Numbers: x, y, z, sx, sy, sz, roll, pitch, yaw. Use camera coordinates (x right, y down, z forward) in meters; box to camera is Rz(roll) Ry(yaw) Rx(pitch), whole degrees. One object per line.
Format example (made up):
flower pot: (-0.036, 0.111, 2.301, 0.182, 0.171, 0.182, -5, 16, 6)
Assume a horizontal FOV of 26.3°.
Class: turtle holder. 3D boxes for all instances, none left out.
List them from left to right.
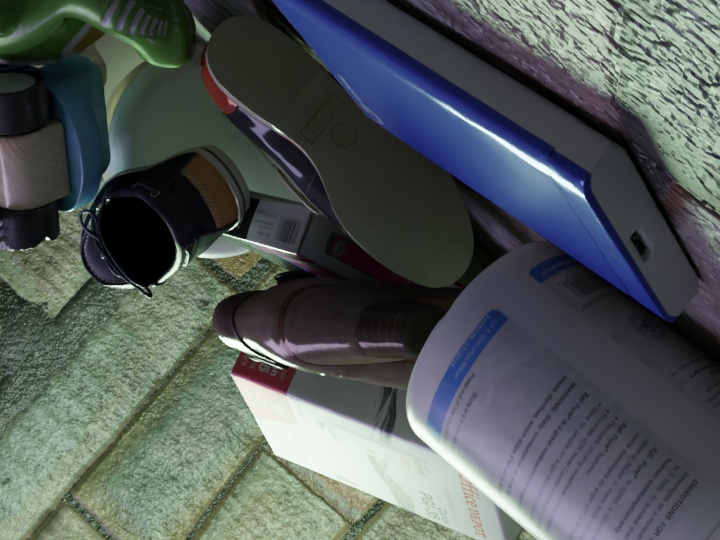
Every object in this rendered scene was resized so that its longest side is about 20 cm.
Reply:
turtle holder: (-0.186, -0.191, 0.917, 0.183, 0.143, 0.132, 1, 177, 20)

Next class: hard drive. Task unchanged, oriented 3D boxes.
hard drive: (0.051, -0.062, 0.675, 0.200, 0.025, 0.132, 38, 176, 36)

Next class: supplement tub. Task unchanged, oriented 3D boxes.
supplement tub: (-0.116, -0.090, 1.117, 0.145, 0.145, 0.200, 41, 176, -14)
supplement tub: (0.133, 0.090, 0.801, 0.200, 0.132, 0.132, 40, 177, 25)

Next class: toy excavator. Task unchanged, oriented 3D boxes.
toy excavator: (-0.207, -0.108, 1.008, 0.193, 0.199, 0.101, 20, 122, 36)

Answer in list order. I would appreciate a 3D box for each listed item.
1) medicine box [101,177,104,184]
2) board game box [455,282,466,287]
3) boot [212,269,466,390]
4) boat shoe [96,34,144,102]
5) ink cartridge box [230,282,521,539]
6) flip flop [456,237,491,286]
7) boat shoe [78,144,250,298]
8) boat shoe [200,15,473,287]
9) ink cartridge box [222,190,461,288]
medicine box: (-0.301, -0.157, 1.296, 0.183, 0.102, 0.200, 57, -178, -26)
board game box: (0.080, 0.027, 1.259, 0.158, 0.039, 0.200, 46, 172, -8)
boot: (0.014, 0.040, 0.937, 0.145, 0.071, 0.199, 3, 169, 38)
boat shoe: (-0.216, -0.191, 1.228, 0.060, 0.071, 0.201, 47, 161, 47)
ink cartridge box: (0.026, 0.101, 1.071, 0.198, 0.083, 0.147, 20, 155, 21)
flip flop: (0.022, -0.035, 1.034, 0.081, 0.058, 0.200, 37, 175, 40)
boat shoe: (-0.138, -0.024, 0.963, 0.075, 0.062, 0.199, 56, 148, -9)
boat shoe: (-0.015, -0.066, 0.898, 0.200, 0.071, 0.063, 43, 165, 0)
ink cartridge box: (0.000, 0.000, 1.004, 0.094, 0.037, 0.199, 15, 173, 46)
